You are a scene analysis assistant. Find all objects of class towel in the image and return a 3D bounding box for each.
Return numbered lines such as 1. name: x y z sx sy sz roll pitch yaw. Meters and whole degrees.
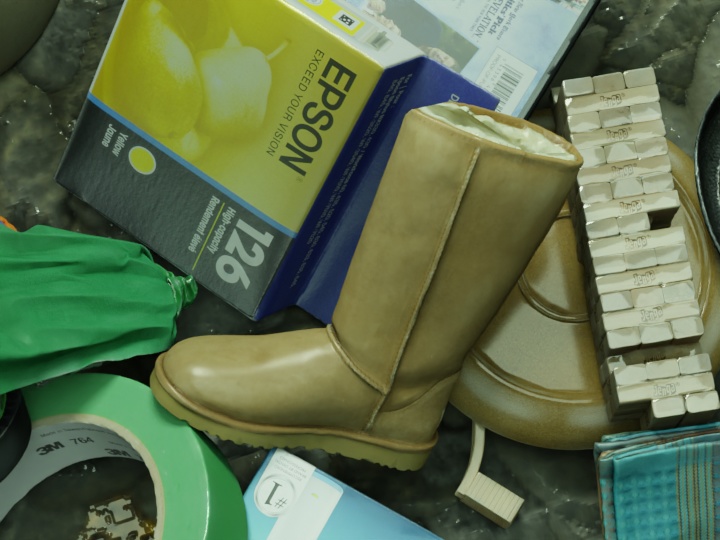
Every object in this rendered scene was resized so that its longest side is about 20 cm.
1. towel: 0.208 0.173 1.126 0.146 0.022 0.200 -9 110 -3

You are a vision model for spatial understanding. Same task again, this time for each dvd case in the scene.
1. dvd case: 0.036 -0.179 1.150 0.200 0.018 0.143 31 80 3

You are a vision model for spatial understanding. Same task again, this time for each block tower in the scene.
1. block tower: 0.147 -0.014 1.126 0.054 0.058 0.200 -9 75 -3

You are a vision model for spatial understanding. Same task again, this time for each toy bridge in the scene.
1. toy bridge: 0.108 0.046 1.191 0.067 0.027 0.200 31 79 5

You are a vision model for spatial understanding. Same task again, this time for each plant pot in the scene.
1. plant pot: 0.119 0.000 1.172 0.200 0.027 0.200 0 76 -1

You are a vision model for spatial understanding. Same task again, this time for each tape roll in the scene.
1. tape roll: -0.159 0.153 1.101 0.200 0.048 0.201 -12 56 19

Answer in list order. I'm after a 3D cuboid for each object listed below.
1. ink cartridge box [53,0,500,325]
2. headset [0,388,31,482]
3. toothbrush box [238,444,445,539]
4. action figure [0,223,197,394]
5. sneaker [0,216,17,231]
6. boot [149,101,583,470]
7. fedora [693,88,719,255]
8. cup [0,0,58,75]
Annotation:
1. ink cartridge box: -0.054 -0.069 1.131 0.200 0.198 0.047 35 38 8
2. headset: -0.270 0.097 1.079 0.200 0.094 0.123 -34 39 -26
3. toothbrush box: -0.034 0.218 1.125 0.146 0.085 0.200 30 81 4
4. action figure: -0.164 0.019 1.110 0.200 0.055 0.118 -4 68 -46
5. sneaker: -0.292 0.000 1.160 0.200 0.078 0.075 -17 80 -5
6. boot: 0.000 0.000 1.087 0.175 0.066 0.200 11 118 -24
7. fedora: 0.290 -0.055 1.154 0.200 0.092 0.201 8 68 -20
8. cup: -0.272 -0.206 1.167 0.200 0.143 0.201 0 79 -1
